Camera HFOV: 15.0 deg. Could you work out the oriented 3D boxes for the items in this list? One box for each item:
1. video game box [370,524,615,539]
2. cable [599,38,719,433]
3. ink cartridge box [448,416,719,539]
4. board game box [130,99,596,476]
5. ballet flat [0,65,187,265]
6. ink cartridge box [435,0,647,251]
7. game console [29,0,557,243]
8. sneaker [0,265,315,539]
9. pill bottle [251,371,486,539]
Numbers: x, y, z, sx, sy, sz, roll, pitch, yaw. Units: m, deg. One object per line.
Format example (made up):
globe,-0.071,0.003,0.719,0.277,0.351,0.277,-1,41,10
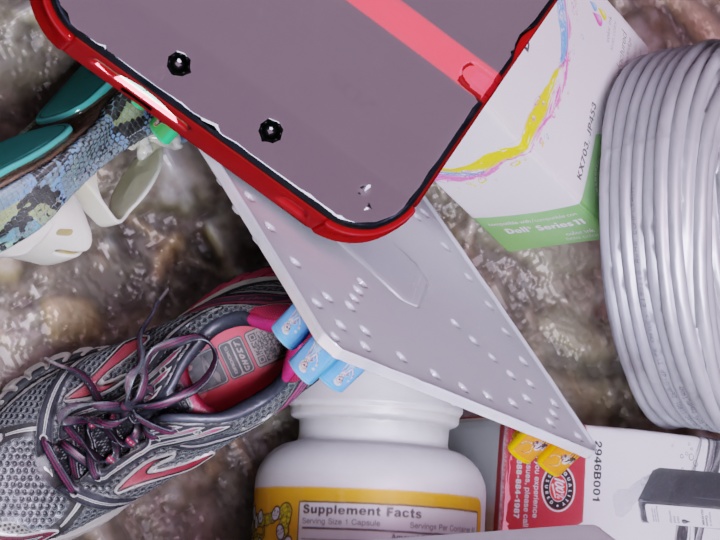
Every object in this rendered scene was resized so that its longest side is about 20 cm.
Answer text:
video game box,0.016,0.208,1.190,0.199,0.047,0.183,-2,108,-23
cable,0.177,-0.016,1.378,0.200,0.069,0.200,60,39,-43
ink cartridge box,0.137,0.154,1.381,0.199,0.084,0.145,7,82,-26
board game box,0.000,0.000,1.256,0.026,0.200,0.200,-47,140,17
ballet flat,-0.134,-0.042,1.249,0.074,0.074,0.200,57,43,-10
ink cartridge box,0.060,-0.107,1.323,0.200,0.067,0.117,40,53,-46
game console,-0.024,-0.129,1.185,0.200,0.031,0.177,35,81,-12
sneaker,-0.103,0.061,1.248,0.200,0.075,0.081,-33,94,7
pill bottle,0.002,0.142,1.301,0.112,0.113,0.201,7,82,-25
